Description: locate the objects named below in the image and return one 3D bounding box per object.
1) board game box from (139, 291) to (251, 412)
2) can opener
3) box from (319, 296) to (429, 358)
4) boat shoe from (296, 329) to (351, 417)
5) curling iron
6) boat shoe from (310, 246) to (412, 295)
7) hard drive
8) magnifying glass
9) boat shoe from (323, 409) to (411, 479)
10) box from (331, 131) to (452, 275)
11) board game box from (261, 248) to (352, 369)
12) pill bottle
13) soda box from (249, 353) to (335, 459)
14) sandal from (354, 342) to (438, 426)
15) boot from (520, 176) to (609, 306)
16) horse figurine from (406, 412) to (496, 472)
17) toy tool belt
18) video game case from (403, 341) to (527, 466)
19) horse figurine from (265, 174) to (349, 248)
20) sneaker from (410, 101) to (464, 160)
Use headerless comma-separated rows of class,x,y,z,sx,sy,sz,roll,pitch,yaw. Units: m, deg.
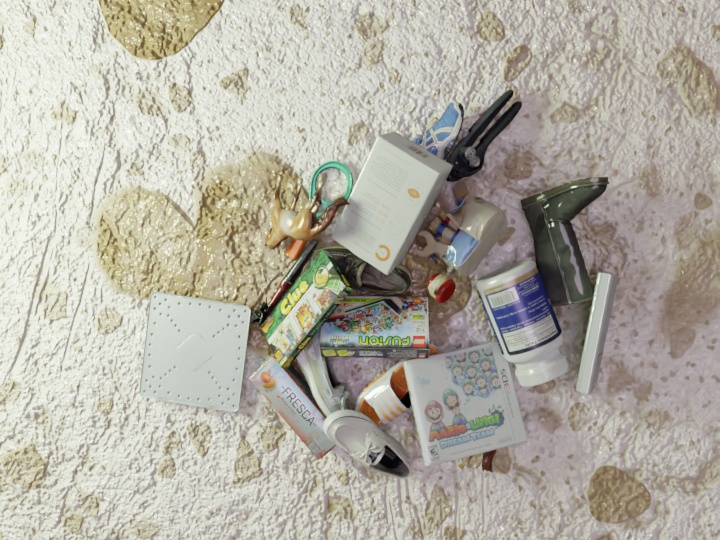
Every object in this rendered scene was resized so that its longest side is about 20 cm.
board game box,-0.315,0.154,1.154,0.195,0.026,0.205,8,93,2
can opener,0.219,-0.246,1.084,0.063,0.078,0.201,40,84,-26
box,0.027,0.102,1.101,0.195,0.035,0.112,0,56,3
boat shoe,-0.060,0.200,1.121,0.064,0.074,0.205,-28,84,7
curling iron,-0.140,0.026,1.130,0.025,0.050,0.201,39,91,1
boat shoe,0.000,0.000,1.111,0.195,0.065,0.075,10,95,4
hard drive,0.418,0.107,1.062,0.026,0.131,0.205,12,93,27
magnifying glass,-0.082,-0.112,1.133,0.079,0.022,0.202,30,94,1
boat shoe,0.017,0.320,1.081,0.072,0.066,0.200,-47,119,1
box,0.054,-0.118,1.047,0.123,0.097,0.202,33,115,11
board game box,-0.101,0.070,1.090,0.201,0.023,0.105,-51,46,17
pill bottle,0.291,0.094,1.075,0.114,0.116,0.204,-22,92,4
soda box,-0.116,0.250,1.126,0.063,0.068,0.201,-40,91,3
sandal,0.071,0.219,1.108,0.207,0.059,0.079,-47,117,4
boot,0.371,-0.046,1.053,0.071,0.181,0.205,-6,81,-36
horse figurine,0.183,0.278,1.118,0.199,0.050,0.133,40,85,7
toy tool belt,0.163,-0.054,1.088,0.123,0.125,0.201,39,91,32
video game case,0.189,0.236,1.086,0.196,0.024,0.186,-10,78,-13
horse figurine,-0.108,-0.100,1.062,0.198,0.049,0.135,10,85,46
sneaker,0.120,-0.220,1.089,0.076,0.076,0.202,31,93,-2
